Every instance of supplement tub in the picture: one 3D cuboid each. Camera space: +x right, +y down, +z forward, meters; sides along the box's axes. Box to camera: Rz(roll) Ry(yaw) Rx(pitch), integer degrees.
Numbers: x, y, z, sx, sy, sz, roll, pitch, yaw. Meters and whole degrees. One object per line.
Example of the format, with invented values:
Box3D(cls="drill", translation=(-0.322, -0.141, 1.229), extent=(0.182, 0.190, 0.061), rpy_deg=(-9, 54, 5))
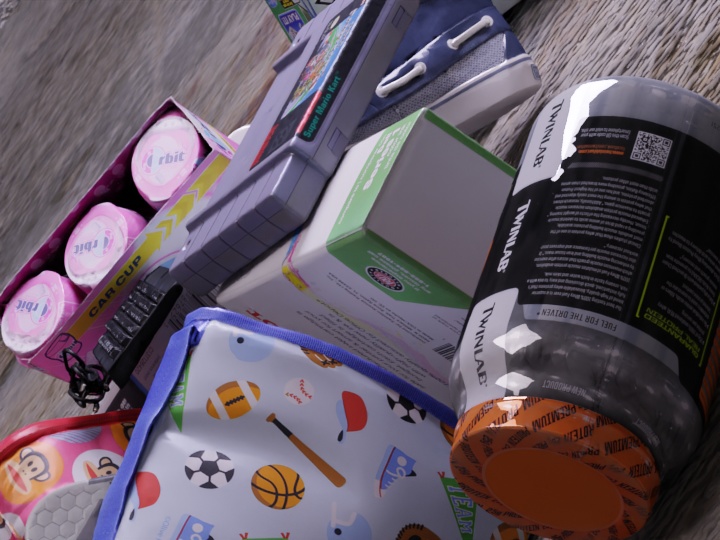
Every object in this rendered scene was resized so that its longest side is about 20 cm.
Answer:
Box3D(cls="supplement tub", translation=(0.114, 0.019, 1.349), extent=(0.122, 0.122, 0.201), rpy_deg=(-35, 28, 52))

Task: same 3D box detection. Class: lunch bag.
Box3D(cls="lunch bag", translation=(-0.032, 0.133, 1.430), extent=(0.124, 0.199, 0.171), rpy_deg=(-34, 30, 53))
Box3D(cls="lunch bag", translation=(-0.177, 0.179, 1.836), extent=(0.082, 0.175, 0.201), rpy_deg=(52, 131, 31))

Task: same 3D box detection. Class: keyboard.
Box3D(cls="keyboard", translation=(-0.155, 0.037, 1.783), extent=(0.104, 0.039, 0.200), rpy_deg=(-59, 7, -3))

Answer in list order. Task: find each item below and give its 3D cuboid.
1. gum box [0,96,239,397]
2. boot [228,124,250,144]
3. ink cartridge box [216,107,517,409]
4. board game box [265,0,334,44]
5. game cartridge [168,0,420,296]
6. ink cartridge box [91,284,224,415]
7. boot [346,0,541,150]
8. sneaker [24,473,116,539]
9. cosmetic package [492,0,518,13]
Box3D(cls="gum box", translation=(-0.145, -0.004, 1.930), extent=(0.200, 0.113, 0.066), rpy_deg=(-49, 51, 7))
Box3D(cls="boot", translation=(-0.099, -0.005, 2.110), extent=(0.090, 0.072, 0.201), rpy_deg=(83, -150, -79))
Box3D(cls="ink cartridge box", translation=(0.031, 0.004, 1.568), extent=(0.200, 0.144, 0.084), rpy_deg=(-24, 36, 62))
Box3D(cls="board game box", translation=(0.011, -0.149, 1.912), extent=(0.029, 0.135, 0.200), rpy_deg=(-34, 9, -20))
Box3D(cls="game cartridge", translation=(-0.033, -0.088, 1.623), extent=(0.130, 0.038, 0.201), rpy_deg=(-41, 19, 53))
Box3D(cls="ink cartridge box", translation=(-0.074, 0.022, 1.902), extent=(0.200, 0.047, 0.198), rpy_deg=(-29, -21, -47))
Box3D(cls="boot", translation=(0.005, -0.105, 1.756), extent=(0.199, 0.091, 0.073), rpy_deg=(-29, -8, -13))
Box3D(cls="sneaker", translation=(-0.082, 0.167, 1.726), extent=(0.201, 0.146, 0.077), rpy_deg=(-8, 59, 14))
Box3D(cls="cosmetic package", translation=(0.095, -0.242, 1.902), extent=(0.200, 0.081, 0.113), rpy_deg=(-37, 27, 53))
